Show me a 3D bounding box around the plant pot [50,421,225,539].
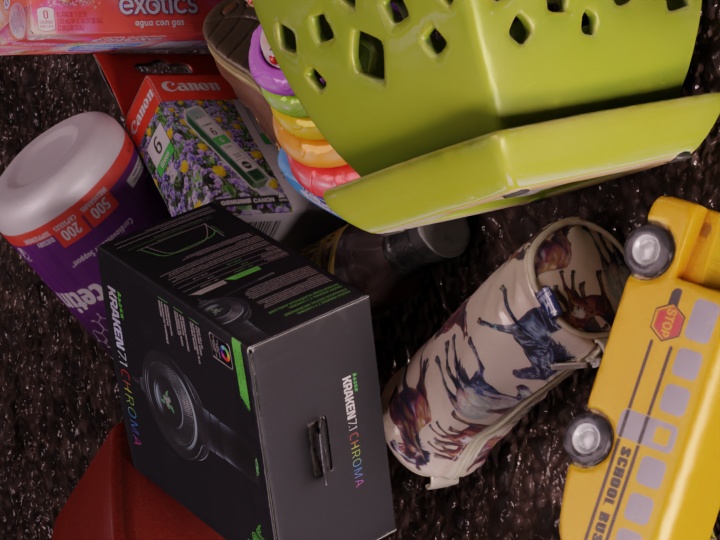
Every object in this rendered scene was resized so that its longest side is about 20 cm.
[{"bbox_3d":[-0.118,0.217,1.685,0.200,0.199,0.177,-55,37,42],"label":"plant pot"}]

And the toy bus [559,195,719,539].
[{"bbox_3d":[0.169,0.066,1.314,0.078,0.065,0.201,18,90,34],"label":"toy bus"}]

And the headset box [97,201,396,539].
[{"bbox_3d":[-0.068,0.077,1.528,0.200,0.092,0.175,31,135,48],"label":"headset box"}]

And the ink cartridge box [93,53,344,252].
[{"bbox_3d":[-0.099,-0.097,1.682,0.201,0.108,0.050,61,138,32],"label":"ink cartridge box"}]

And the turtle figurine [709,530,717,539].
[{"bbox_3d":[0.162,0.205,1.373,0.161,0.064,0.201,13,91,39],"label":"turtle figurine"}]

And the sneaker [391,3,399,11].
[{"bbox_3d":[-0.013,-0.236,1.567,0.201,0.088,0.081,56,134,34],"label":"sneaker"}]

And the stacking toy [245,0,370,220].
[{"bbox_3d":[-0.025,-0.126,1.481,0.116,0.200,0.110,29,75,38],"label":"stacking toy"}]

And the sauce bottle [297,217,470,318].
[{"bbox_3d":[0.000,0.000,1.591,0.200,0.066,0.066,-30,69,50],"label":"sauce bottle"}]

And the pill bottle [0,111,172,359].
[{"bbox_3d":[-0.163,-0.008,1.712,0.112,0.113,0.200,2,137,55],"label":"pill bottle"}]

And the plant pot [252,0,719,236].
[{"bbox_3d":[0.077,-0.128,1.362,0.200,0.198,0.183,-17,86,54],"label":"plant pot"}]

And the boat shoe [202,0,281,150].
[{"bbox_3d":[-0.031,-0.107,1.632,0.200,0.072,0.068,48,166,30],"label":"boat shoe"}]

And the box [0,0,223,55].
[{"bbox_3d":[-0.168,-0.205,1.694,0.102,0.199,0.095,-8,88,56],"label":"box"}]

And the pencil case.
[{"bbox_3d":[0.087,0.055,1.457,0.200,0.077,0.090,-47,42,46],"label":"pencil case"}]
